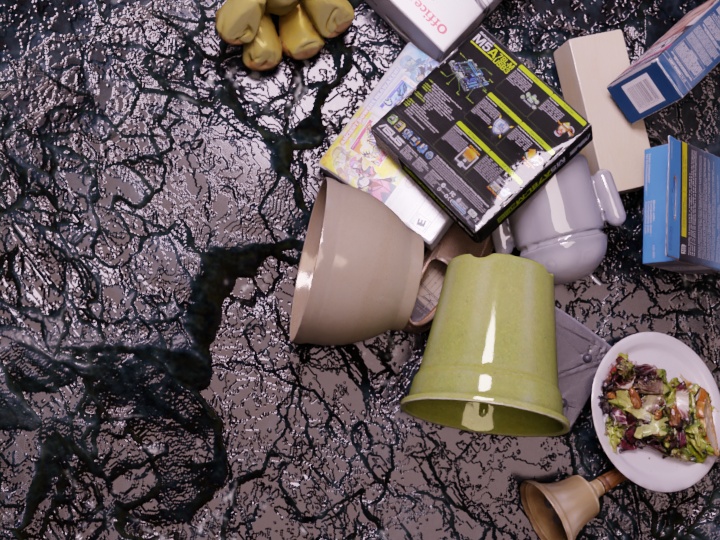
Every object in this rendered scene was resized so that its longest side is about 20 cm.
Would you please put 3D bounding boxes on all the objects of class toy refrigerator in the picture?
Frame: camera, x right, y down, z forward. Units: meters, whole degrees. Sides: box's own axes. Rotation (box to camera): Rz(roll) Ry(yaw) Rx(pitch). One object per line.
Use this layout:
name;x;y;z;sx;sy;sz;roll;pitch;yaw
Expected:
toy refrigerator;0.313;-0.198;1.533;0.075;0.070;0.202;-13;87;-10

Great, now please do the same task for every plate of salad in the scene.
plate of salad;0.380;0.175;1.492;0.198;0.048;0.203;5;75;-21

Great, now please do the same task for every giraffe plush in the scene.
giraffe plush;-0.115;-0.378;1.489;0.171;0.201;0.163;-18;58;-1

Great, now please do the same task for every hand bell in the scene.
hand bell;0.310;0.265;1.499;0.199;0.104;0.105;-26;87;-18

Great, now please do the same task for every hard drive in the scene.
hard drive;0.206;0.101;1.513;0.199;0.042;0.136;31;85;0

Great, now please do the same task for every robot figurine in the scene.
robot figurine;0.242;-0.071;1.484;0.168;0.113;0.202;-15;84;19

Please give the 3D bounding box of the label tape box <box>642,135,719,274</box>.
label tape box;0.389;-0.077;1.466;0.063;0.199;0.146;-1;84;37

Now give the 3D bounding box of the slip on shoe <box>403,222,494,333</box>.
slip on shoe;0.112;-0.008;1.507;0.076;0.061;0.201;39;84;0

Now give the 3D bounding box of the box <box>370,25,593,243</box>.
box;0.145;-0.167;1.443;0.193;0.048;0.200;-42;67;-5

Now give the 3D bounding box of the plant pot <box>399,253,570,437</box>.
plant pot;0.156;0.085;1.410;0.198;0.201;0.186;9;73;-3

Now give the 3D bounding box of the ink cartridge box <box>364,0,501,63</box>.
ink cartridge box;0.117;-0.387;1.527;0.145;0.084;0.200;44;84;0

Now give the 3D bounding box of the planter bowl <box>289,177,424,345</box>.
planter bowl;0.000;0.000;1.437;0.133;0.200;0.203;11;85;-8

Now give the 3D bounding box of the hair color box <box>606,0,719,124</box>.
hair color box;0.407;-0.273;1.490;0.200;0.100;0.061;-41;98;-29

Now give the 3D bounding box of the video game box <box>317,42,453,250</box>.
video game box;0.076;-0.158;1.508;0.182;0.047;0.201;37;84;11
